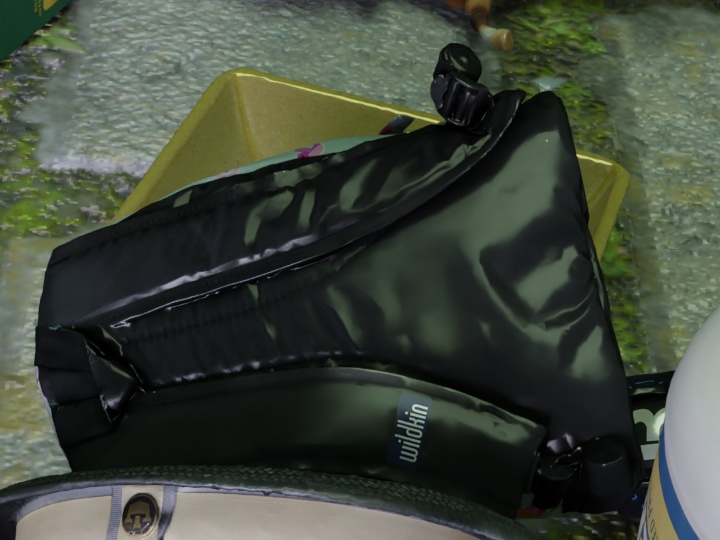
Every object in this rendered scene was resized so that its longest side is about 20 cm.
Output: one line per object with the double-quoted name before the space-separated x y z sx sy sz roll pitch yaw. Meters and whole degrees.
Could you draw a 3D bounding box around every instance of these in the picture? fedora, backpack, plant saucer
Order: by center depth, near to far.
"fedora" -0.035 0.126 0.634 0.198 0.201 0.093 6 69 -1
"backpack" -0.010 0.033 0.715 0.198 0.127 0.168 -13 65 5
"plant saucer" 0.000 0.000 0.873 0.198 0.049 0.201 14 37 11

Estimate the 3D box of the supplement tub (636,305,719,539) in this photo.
"supplement tub" 0.148 0.110 0.605 0.143 0.201 0.145 2 42 -2

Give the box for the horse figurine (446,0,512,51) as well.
"horse figurine" 0.097 -0.183 1.099 0.199 0.050 0.132 -34 34 -15

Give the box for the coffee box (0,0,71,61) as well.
"coffee box" -0.209 -0.167 1.069 0.122 0.044 0.200 19 37 15

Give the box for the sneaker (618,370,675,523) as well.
"sneaker" 0.140 0.058 0.723 0.111 0.200 0.074 -2 71 -1
